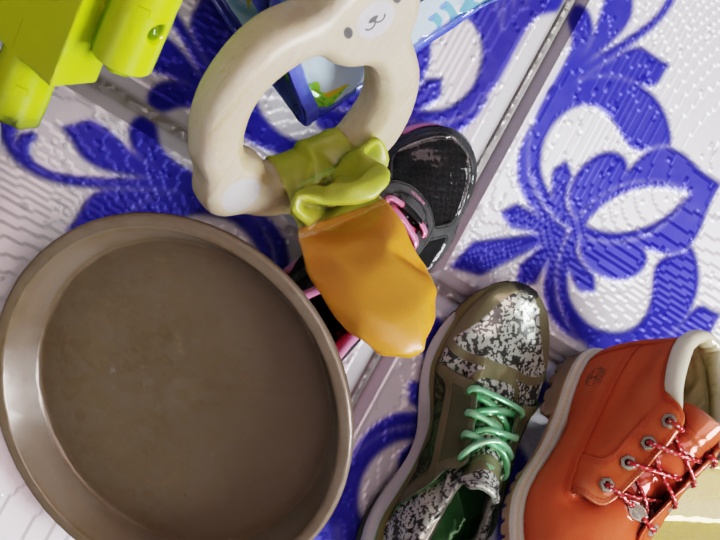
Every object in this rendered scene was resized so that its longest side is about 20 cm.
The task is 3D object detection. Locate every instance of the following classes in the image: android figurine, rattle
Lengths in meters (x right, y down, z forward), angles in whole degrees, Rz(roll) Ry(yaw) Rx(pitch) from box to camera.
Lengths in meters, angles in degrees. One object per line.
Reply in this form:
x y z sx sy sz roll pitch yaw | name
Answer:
-0.150 -0.173 0.693 0.041 0.182 0.200 -14 138 -54 | android figurine
0.001 -0.081 0.685 0.130 0.143 0.200 10 127 -27 | rattle

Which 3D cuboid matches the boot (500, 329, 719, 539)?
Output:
0.143 0.115 0.800 0.075 0.107 0.200 41 49 -27 | boot

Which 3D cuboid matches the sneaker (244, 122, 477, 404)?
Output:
0.000 0.000 0.795 0.079 0.095 0.200 44 79 -15 | sneaker

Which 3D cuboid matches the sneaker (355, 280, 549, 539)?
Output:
0.068 0.104 0.829 0.077 0.089 0.200 21 87 -19 | sneaker

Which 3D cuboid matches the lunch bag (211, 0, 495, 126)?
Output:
-0.011 -0.200 0.764 0.170 0.127 0.200 -35 115 -10 | lunch bag

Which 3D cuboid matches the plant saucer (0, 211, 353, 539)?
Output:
-0.095 0.065 0.750 0.200 0.029 0.200 6 108 17 | plant saucer

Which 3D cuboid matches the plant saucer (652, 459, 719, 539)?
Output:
0.202 0.209 0.866 0.200 0.048 0.200 6 55 -19 | plant saucer
